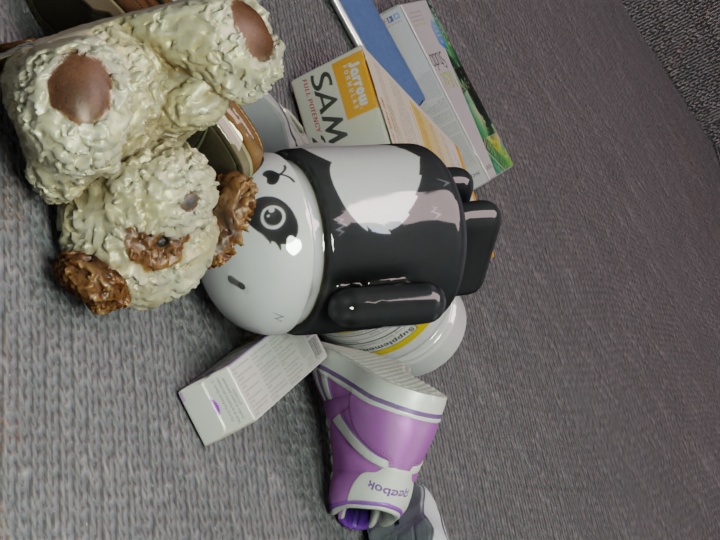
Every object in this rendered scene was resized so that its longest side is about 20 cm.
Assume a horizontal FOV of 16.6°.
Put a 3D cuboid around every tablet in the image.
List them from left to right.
[{"bbox_3d":[0.003,-0.235,2.376,0.200,0.014,0.130,60,16,-8],"label":"tablet"}]

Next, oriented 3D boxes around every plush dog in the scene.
[{"bbox_3d":[-0.142,-0.059,1.451,0.200,0.160,0.172,-27,106,-47],"label":"plush dog"}]

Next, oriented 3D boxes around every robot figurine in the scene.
[{"bbox_3d":[-0.009,-0.022,1.615,0.150,0.200,0.125,-8,-94,62],"label":"robot figurine"}]

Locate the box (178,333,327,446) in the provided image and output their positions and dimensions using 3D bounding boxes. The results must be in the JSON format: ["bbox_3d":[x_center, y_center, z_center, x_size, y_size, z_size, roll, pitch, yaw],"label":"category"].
[{"bbox_3d":[-0.067,0.067,1.606,0.041,0.039,0.200,62,15,-4],"label":"box"}]

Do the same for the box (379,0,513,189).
[{"bbox_3d":[0.087,-0.180,2.518,0.200,0.036,0.144,64,16,-2],"label":"box"}]

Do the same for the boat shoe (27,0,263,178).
[{"bbox_3d":[-0.122,-0.138,1.565,0.068,0.072,0.200,-34,75,-36],"label":"boat shoe"}]

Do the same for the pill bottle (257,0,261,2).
[{"bbox_3d":[-0.110,-0.262,1.867,0.111,0.111,0.200,55,17,-27],"label":"pill bottle"}]

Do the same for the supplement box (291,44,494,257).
[{"bbox_3d":[0.028,-0.084,2.097,0.200,0.074,0.126,42,26,-53],"label":"supplement box"}]

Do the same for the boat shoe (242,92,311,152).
[{"bbox_3d":[-0.074,-0.095,1.794,0.200,0.072,0.066,45,19,-50],"label":"boat shoe"}]

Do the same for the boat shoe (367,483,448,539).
[{"bbox_3d":[0.041,0.206,1.664,0.067,0.074,0.200,57,15,-12],"label":"boat shoe"}]

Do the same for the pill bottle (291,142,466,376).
[{"bbox_3d":[0.000,0.000,1.799,0.200,0.111,0.111,46,23,-51],"label":"pill bottle"}]

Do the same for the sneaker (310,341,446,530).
[{"bbox_3d":[-0.005,0.115,1.707,0.073,0.114,0.200,14,6,-13],"label":"sneaker"}]
